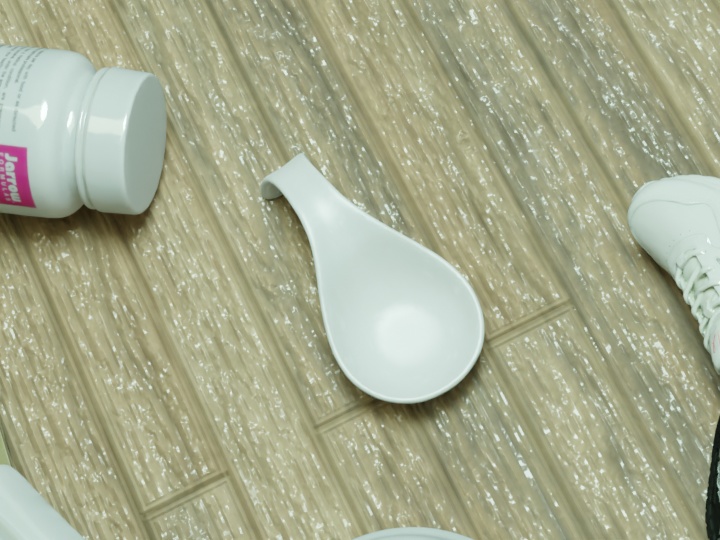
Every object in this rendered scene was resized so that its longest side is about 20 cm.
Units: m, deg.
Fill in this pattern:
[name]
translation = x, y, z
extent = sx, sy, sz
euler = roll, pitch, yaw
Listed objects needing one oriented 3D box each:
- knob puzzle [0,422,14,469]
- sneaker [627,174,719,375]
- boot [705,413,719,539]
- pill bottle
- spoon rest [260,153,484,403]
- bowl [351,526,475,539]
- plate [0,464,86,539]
[knob puzzle]
translation = -0.340, 0.103, 1.280
extent = 0.218, 0.030, 0.221
euler = -3, 69, 7
[sneaker]
translation = 0.235, 0.018, 1.187
extent = 0.200, 0.078, 0.099
euler = 40, 50, 21
[boot]
translation = 0.273, 0.182, 1.139
extent = 0.138, 0.078, 0.201
euler = 7, 71, 6
[pill bottle]
translation = -0.238, -0.095, 1.298
extent = 0.199, 0.113, 0.114
euler = 6, 70, 11
[spoon rest]
translation = 0.000, 0.000, 1.255
extent = 0.099, 0.061, 0.200
euler = -36, 67, -6
[bowl]
translation = 0.025, 0.241, 1.140
extent = 0.200, 0.090, 0.202
euler = -3, 68, 7
[plate]
translation = -0.245, 0.218, 1.137
extent = 0.200, 0.032, 0.199
euler = -47, 39, -11
